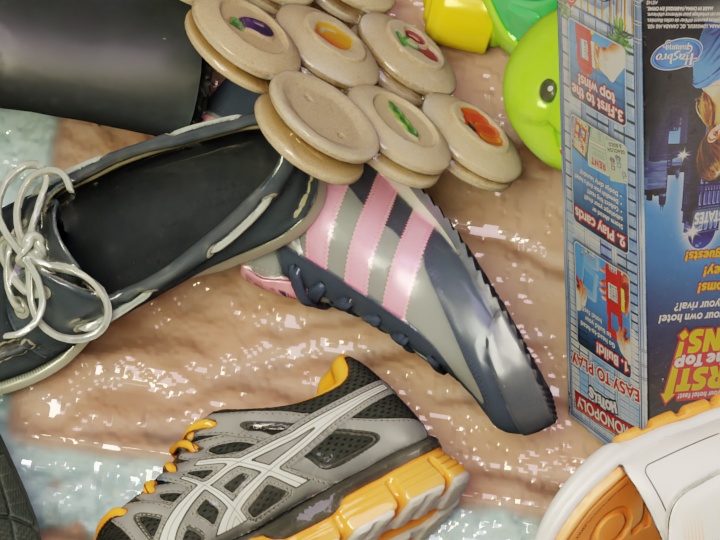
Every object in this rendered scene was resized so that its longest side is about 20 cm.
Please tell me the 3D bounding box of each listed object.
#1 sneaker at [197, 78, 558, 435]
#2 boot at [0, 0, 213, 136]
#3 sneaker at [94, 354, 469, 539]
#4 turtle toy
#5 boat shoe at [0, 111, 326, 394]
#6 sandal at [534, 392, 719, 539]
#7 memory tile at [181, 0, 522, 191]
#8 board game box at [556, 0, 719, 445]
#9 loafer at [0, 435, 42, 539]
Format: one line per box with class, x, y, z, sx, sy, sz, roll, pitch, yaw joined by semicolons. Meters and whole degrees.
sneaker;0.000;0.000;1.219;0.082;0.070;0.200;-36;70;-3
boot;-0.155;-0.128;1.239;0.167;0.077;0.201;2;41;-23
sneaker;-0.057;0.097;1.158;0.199;0.078;0.077;-21;68;-29
turtle toy;0.103;-0.127;1.258;0.145;0.101;0.201;12;66;-2
boat shoe;-0.109;-0.007;1.177;0.199;0.062;0.075;-20;75;7
sandal;0.160;0.086;1.181;0.206;0.079;0.059;-26;46;-18
memory tile;-0.026;-0.107;1.212;0.153;0.017;0.200;2;44;-50
board game box;0.158;-0.024;1.203;0.199;0.201;0.062;-3;23;-31
loafer;-0.186;0.043;1.133;0.063;0.072;0.201;-18;98;24
